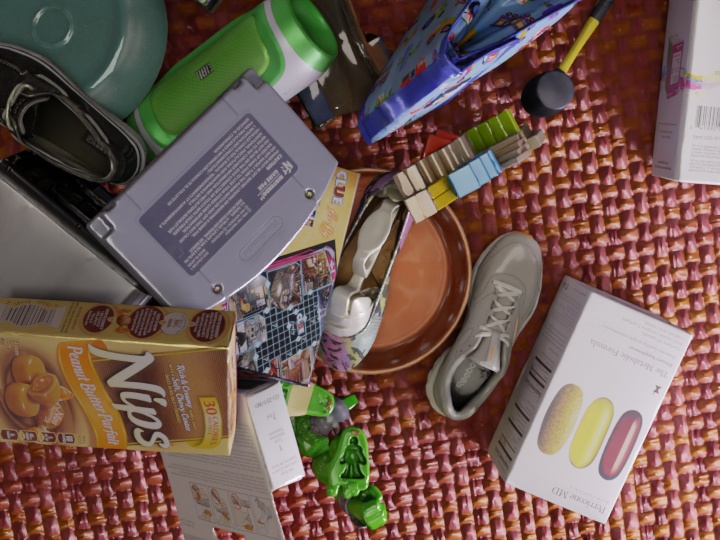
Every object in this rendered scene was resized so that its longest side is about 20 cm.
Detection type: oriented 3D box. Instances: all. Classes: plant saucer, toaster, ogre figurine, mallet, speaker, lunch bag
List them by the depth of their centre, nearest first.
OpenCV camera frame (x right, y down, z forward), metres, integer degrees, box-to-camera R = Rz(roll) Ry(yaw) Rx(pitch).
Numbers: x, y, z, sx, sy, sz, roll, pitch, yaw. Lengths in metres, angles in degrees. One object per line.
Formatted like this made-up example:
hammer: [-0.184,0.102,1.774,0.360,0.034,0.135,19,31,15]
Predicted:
lunch bag: [0.078,-0.197,1.078,0.094,0.150,0.200,49,57,-8]
toaster: [-0.262,-0.013,1.113,0.200,0.181,0.119,39,99,-9]
speaker: [-0.119,-0.170,1.118,0.200,0.088,0.089,-32,99,23]
plant saucer: [-0.277,-0.221,1.122,0.199,0.036,0.201,-1,86,12]
ogre figurine: [-0.041,0.150,1.169,0.200,0.120,0.098,42,78,-5]
mallet: [0.222,-0.234,1.169,0.041,0.066,0.200,33,94,-6]
plant saucer: [0.009,0.000,1.195,0.199,0.032,0.202,0,94,2]

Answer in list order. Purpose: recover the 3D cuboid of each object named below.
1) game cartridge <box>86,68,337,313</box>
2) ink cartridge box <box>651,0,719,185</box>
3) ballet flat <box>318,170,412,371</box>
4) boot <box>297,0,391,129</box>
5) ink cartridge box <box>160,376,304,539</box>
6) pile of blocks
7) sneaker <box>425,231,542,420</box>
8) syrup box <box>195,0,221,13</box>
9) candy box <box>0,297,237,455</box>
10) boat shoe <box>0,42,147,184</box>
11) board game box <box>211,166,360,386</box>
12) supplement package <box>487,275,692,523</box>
game cartridge: [-0.118,-0.059,1.043,0.133,0.041,0.200,47,73,-10]
ink cartridge box: [0.370,-0.183,1.176,0.144,0.085,0.201,4,99,-5]
ballet flat: [0.000,0.000,1.144,0.069,0.071,0.201,22,95,8]
boot: [-0.051,-0.232,1.148,0.097,0.075,0.200,-35,100,-1]
ink cartridge box: [-0.122,0.187,1.144,0.043,0.200,0.175,-21,101,-36]
pile of blocks: [0.101,-0.111,1.127,0.082,0.200,0.062,-23,99,45]
sneaker: [0.130,0.060,1.190,0.075,0.092,0.201,21,95,-6]
syrup box: [-0.143,-0.286,1.070,0.081,0.200,0.079,38,94,-6]
candy box: [-0.203,0.088,1.012,0.199,0.055,0.116,4,123,1]
boat shoe: [-0.277,-0.141,1.063,0.199,0.071,0.072,29,102,8]
board game box: [-0.088,-0.010,1.091,0.135,0.035,0.201,17,80,-16]
supplement package: [0.220,0.124,1.195,0.113,0.110,0.201,22,96,-6]
